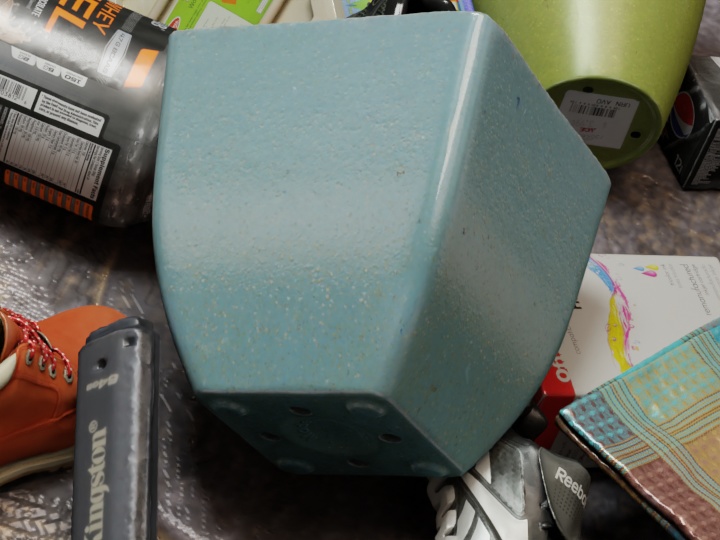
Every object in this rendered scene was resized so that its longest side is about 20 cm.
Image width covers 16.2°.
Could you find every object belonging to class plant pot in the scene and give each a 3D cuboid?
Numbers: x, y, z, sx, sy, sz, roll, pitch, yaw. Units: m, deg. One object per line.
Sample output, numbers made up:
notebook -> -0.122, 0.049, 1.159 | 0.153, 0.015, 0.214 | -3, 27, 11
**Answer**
plant pot -> 0.149, -0.172, 1.670 | 0.186, 0.187, 0.201 | 13, 51, -12
plant pot -> 0.000, 0.000, 1.361 | 0.195, 0.196, 0.201 | 0, 64, 27

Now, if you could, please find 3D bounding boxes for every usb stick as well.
usb stick -> -0.123, 0.121, 1.267 | 0.032, 0.055, 0.201 | 20, 58, -35

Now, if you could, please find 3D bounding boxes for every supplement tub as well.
supplement tub -> -0.175, -0.103, 1.472 | 0.199, 0.123, 0.123 | 23, 41, -1

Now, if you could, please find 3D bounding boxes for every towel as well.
towel -> 0.222, 0.089, 1.423 | 0.199, 0.022, 0.147 | -25, 57, -39

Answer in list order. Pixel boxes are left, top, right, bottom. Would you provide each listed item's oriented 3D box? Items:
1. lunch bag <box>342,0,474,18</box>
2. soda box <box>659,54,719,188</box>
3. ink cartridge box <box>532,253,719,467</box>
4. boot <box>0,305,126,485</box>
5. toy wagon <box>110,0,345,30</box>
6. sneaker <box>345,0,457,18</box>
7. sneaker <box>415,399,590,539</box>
lunch bag -> 0.003, -0.129, 1.627 | 0.150, 0.094, 0.201 | -6, 62, -31
soda box -> 0.305, -0.098, 1.737 | 0.199, 0.064, 0.071 | 2, 45, -24
ink cartridge box -> 0.133, 0.052, 1.493 | 0.199, 0.067, 0.117 | 1, 46, -23
boot -> -0.175, 0.053, 1.319 | 0.075, 0.108, 0.200 | 36, 40, 19
toy wagon -> -0.105, -0.175, 1.572 | 0.199, 0.156, 0.040 | 32, 0, 22
sneaker -> 0.038, -0.078, 1.518 | 0.076, 0.114, 0.201 | 0, 74, -26
sneaker -> 0.085, 0.139, 1.354 | 0.090, 0.067, 0.201 | -24, 46, 10
